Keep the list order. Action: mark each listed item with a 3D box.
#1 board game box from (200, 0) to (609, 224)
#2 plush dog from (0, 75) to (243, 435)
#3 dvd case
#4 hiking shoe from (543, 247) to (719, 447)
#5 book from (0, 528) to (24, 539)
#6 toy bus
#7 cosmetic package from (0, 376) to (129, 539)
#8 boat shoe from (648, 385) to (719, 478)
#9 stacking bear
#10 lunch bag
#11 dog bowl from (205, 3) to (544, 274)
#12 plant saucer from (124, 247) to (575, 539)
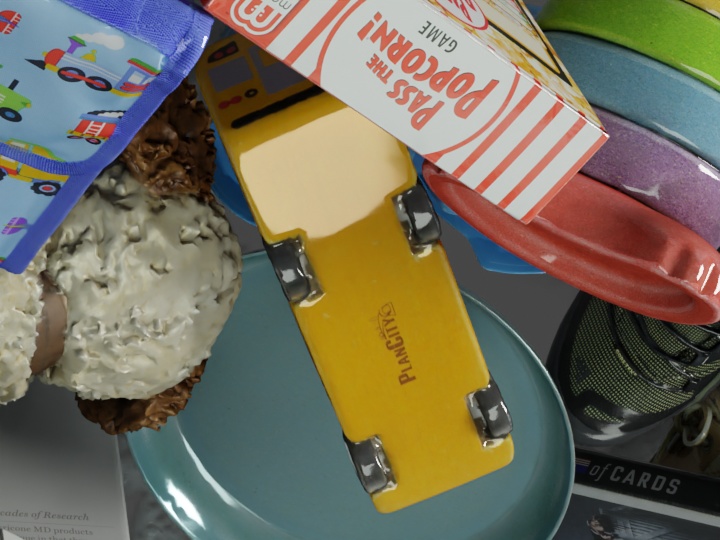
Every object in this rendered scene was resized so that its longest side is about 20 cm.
[{"bbox_3d":[-0.008,-0.118,1.043,0.151,0.200,0.046,33,109,-33],"label":"board game box"},{"bbox_3d":[-0.130,-0.002,1.155,0.171,0.161,0.200,-1,131,-11],"label":"plush dog"},{"bbox_3d":[0.118,0.137,1.348,0.200,0.025,0.150,11,140,28],"label":"dvd case"},{"bbox_3d":[0.141,0.000,1.243,0.200,0.076,0.101,-46,168,18],"label":"hiking shoe"},{"bbox_3d":[-0.098,0.186,1.141,0.200,0.048,0.134,31,116,-31],"label":"book"},{"bbox_3d":[0.000,0.000,1.162,0.065,0.078,0.200,-23,130,-2],"label":"toy bus"},{"bbox_3d":[-0.139,0.133,1.248,0.071,0.200,0.102,5,130,-16],"label":"cosmetic package"},{"bbox_3d":[0.181,0.043,1.324,0.063,0.073,0.200,30,109,-26],"label":"boat shoe"},{"bbox_3d":[0.122,-0.092,1.121,0.121,0.200,0.114,25,173,10],"label":"stacking bear"},{"bbox_3d":[-0.140,-0.089,0.990,0.150,0.094,0.200,25,160,-14],"label":"lunch bag"},{"bbox_3d":[0.030,-0.063,1.207,0.200,0.050,0.112,9,129,-18],"label":"dog bowl"},{"bbox_3d":[-0.004,0.065,1.294,0.200,0.027,0.200,7,127,9],"label":"plant saucer"}]
